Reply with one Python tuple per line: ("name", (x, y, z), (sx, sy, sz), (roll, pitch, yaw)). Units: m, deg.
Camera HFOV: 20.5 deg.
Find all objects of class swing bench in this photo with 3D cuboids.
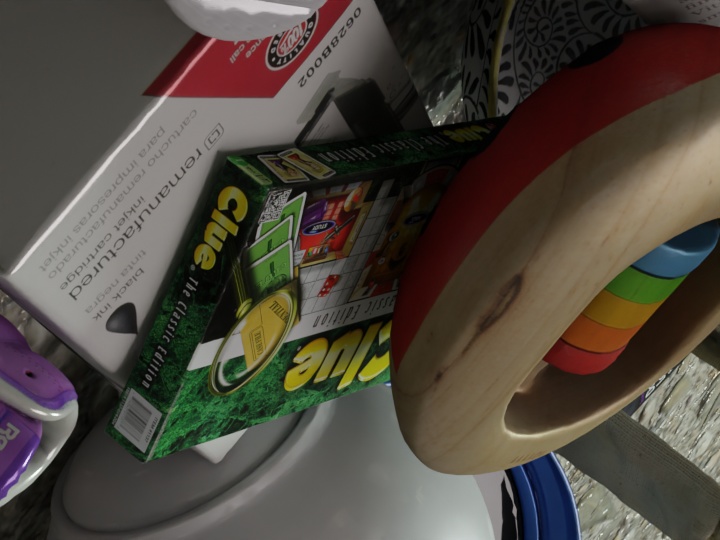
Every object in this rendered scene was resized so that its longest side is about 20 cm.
("swing bench", (0.170, 0.047, 1.043), (0.200, 0.199, 0.130), (-39, 153, -27))

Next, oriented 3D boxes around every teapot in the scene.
("teapot", (-0.048, 0.094, 0.786), (0.197, 0.200, 0.146), (-23, 114, 8))

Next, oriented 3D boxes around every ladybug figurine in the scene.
("ladybug figurine", (0.076, -0.011, 0.656), (0.136, 0.072, 0.200), (-4, 143, -45))

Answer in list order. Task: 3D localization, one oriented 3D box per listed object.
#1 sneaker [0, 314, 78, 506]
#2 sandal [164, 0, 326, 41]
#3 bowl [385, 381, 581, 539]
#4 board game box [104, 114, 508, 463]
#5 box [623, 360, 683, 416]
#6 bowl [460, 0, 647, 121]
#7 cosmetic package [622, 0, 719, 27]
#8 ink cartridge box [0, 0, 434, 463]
("sneaker", (-0.140, 0.013, 0.543), (0.073, 0.114, 0.200), (-51, 155, 3))
("sandal", (-0.049, -0.161, 0.514), (0.079, 0.059, 0.207), (-13, 122, -14))
("bowl", (0.010, 0.144, 0.953), (0.200, 0.039, 0.201), (-6, 104, -23))
("board game box", (0.000, 0.000, 0.684), (0.200, 0.023, 0.105), (-15, 138, -56))
("box", (0.210, 0.003, 1.256), (0.200, 0.036, 0.143), (-43, 155, -17))
("bowl", (0.112, -0.088, 0.841), (0.200, 0.094, 0.201), (-8, 106, -30))
("cosmetic package", (0.125, -0.185, 0.613), (0.165, 0.165, 0.200), (-25, 162, 18))
("ink cartridge box", (-0.058, -0.038, 0.657), (0.147, 0.083, 0.200), (-50, 156, -7))
